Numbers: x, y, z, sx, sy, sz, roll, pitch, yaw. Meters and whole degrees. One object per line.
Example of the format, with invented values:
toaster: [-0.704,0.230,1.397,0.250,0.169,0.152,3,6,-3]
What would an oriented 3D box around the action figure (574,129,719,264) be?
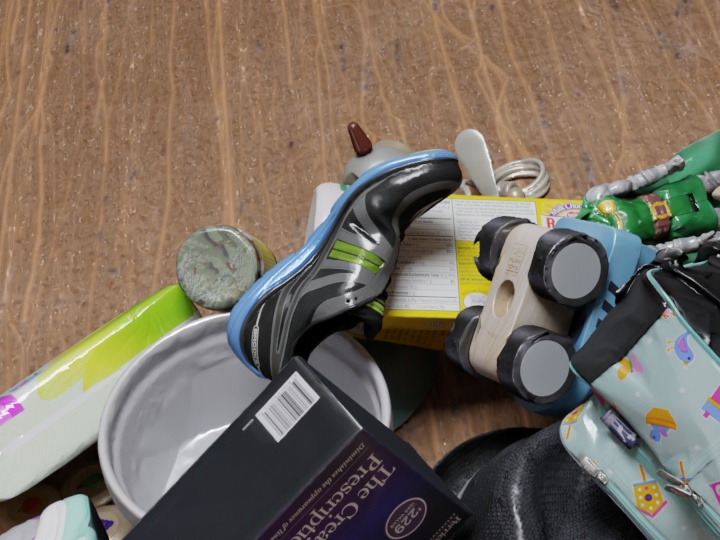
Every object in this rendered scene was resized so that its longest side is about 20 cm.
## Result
action figure: [0.226,-0.042,1.180,0.200,0.055,0.118,-15,71,-24]

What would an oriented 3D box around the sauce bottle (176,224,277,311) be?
sauce bottle: [-0.096,0.003,1.262,0.065,0.065,0.200,-14,-5,2]

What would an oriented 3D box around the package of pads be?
package of pads: [-0.215,0.097,1.239,0.200,0.068,0.154,-35,4,-22]

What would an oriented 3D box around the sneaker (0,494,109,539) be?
sneaker: [-0.224,0.244,1.096,0.140,0.078,0.200,-22,30,-5]

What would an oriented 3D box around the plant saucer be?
plant saucer: [-0.040,0.067,1.290,0.201,0.039,0.201,-10,39,8]

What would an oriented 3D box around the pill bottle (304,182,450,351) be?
pill bottle: [0.057,0.003,1.243,0.200,0.113,0.113,9,40,-5]

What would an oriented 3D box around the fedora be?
fedora: [0.125,0.160,1.033,0.200,0.092,0.201,9,47,-10]

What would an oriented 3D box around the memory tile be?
memory tile: [-0.181,0.206,1.191,0.153,0.017,0.200,-20,40,-5]

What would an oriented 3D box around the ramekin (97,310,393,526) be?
ramekin: [-0.073,0.134,1.140,0.200,0.105,0.200,-4,46,5]

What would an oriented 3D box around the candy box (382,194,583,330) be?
candy box: [0.102,-0.005,1.175,0.200,0.026,0.102,2,59,-7]

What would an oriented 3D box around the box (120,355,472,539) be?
box: [-0.052,0.169,0.977,0.200,0.141,0.079,-47,50,1]

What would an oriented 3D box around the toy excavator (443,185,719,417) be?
toy excavator: [0.181,0.013,1.101,0.100,0.200,0.195,18,89,64]

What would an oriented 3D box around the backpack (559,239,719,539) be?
backpack: [0.230,0.098,0.970,0.200,0.153,0.176,42,24,24]

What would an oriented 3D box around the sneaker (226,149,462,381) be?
sneaker: [0.000,0.000,1.115,0.200,0.071,0.083,-46,69,0]

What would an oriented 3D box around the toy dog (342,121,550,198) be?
toy dog: [0.058,-0.077,1.381,0.200,0.096,0.132,-3,41,15]

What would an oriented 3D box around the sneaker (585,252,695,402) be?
sneaker: [0.209,0.022,1.225,0.074,0.082,0.200,19,51,32]
